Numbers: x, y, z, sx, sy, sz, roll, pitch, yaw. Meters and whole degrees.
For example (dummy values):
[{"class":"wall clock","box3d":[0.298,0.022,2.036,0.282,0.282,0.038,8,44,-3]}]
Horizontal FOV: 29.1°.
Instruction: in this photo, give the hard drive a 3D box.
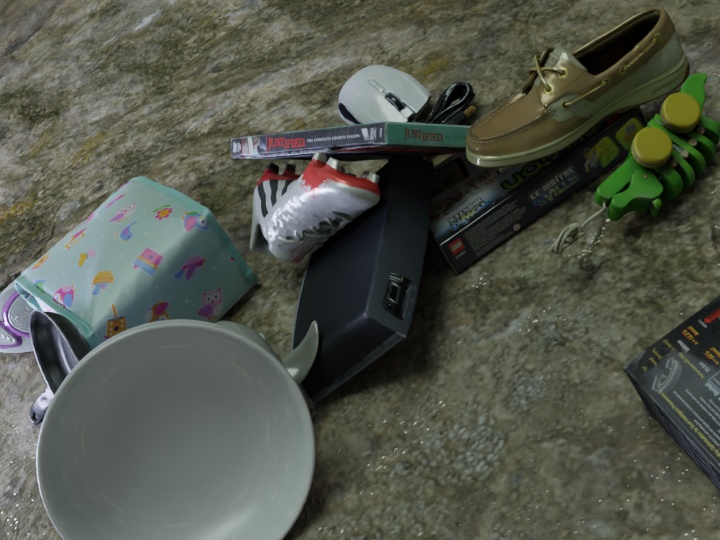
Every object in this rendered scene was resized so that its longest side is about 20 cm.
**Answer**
[{"class":"hard drive","box3d":[0.000,0.000,1.141,0.135,0.042,0.202,-38,28,38]}]

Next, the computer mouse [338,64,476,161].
[{"class":"computer mouse","box3d":[0.028,-0.163,1.357,0.110,0.044,0.200,-43,33,-9]}]

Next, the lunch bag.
[{"class":"lunch bag","box3d":[-0.220,0.004,1.306,0.170,0.122,0.199,-46,40,-14]}]

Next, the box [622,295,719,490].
[{"class":"box","box3d":[0.272,0.076,0.828,0.157,0.050,0.200,-36,33,0]}]

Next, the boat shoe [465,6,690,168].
[{"class":"boat shoe","box3d":[0.167,-0.150,1.113,0.198,0.067,0.074,-28,32,-9]}]

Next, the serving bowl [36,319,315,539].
[{"class":"serving bowl","box3d":[-0.134,0.128,1.012,0.199,0.201,0.066,-36,16,-1]}]

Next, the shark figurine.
[{"class":"shark figurine","box3d":[-0.114,0.073,1.112,0.214,0.089,0.130,34,106,50]}]

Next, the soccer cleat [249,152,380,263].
[{"class":"soccer cleat","box3d":[-0.042,-0.047,1.161,0.199,0.068,0.086,4,78,63]}]

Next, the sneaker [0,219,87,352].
[{"class":"sneaker","box3d":[-0.303,0.012,1.434,0.199,0.075,0.100,-40,14,-7]}]

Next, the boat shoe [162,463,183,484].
[{"class":"boat shoe","box3d":[-0.171,0.134,1.143,0.074,0.067,0.199,-45,34,-15]}]

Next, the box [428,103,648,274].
[{"class":"box","box3d":[0.137,-0.089,1.173,0.199,0.035,0.110,-34,33,2]}]

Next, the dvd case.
[{"class":"dvd case","box3d":[0.004,-0.109,1.186,0.145,0.022,0.199,-3,1,-42]}]

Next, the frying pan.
[{"class":"frying pan","box3d":[-0.258,0.110,1.227,0.031,0.191,0.115,-26,57,-28]}]

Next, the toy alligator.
[{"class":"toy alligator","box3d":[0.222,-0.070,1.059,0.054,0.059,0.200,36,70,14]}]
